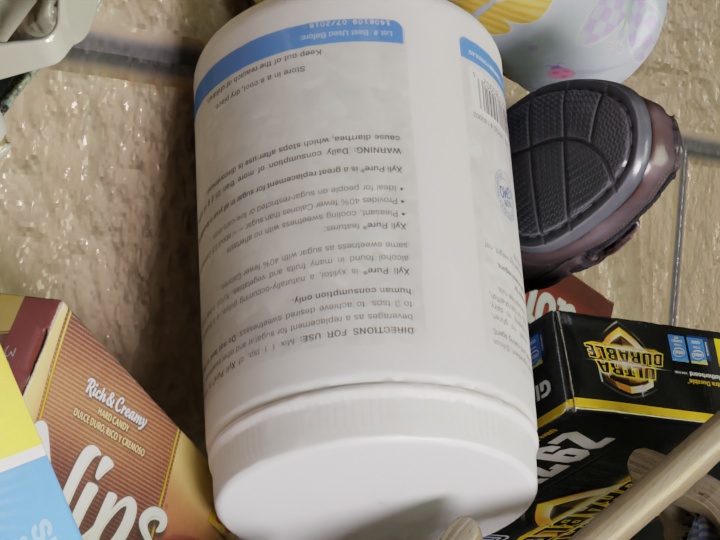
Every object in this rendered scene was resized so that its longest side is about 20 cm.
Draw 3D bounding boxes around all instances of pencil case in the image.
[{"bbox_3d":[0.059,-0.151,1.089,0.200,0.083,0.091,38,54,-52],"label":"pencil case"}]

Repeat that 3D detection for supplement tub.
[{"bbox_3d":[0.000,0.000,1.027,0.132,0.131,0.201,42,39,-55],"label":"supplement tub"}]

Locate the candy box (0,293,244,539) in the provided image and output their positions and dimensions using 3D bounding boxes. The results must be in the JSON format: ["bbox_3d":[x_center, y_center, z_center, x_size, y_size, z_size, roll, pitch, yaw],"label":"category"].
[{"bbox_3d":[-0.108,0.108,0.978,0.200,0.056,0.117,56,47,-50],"label":"candy box"}]

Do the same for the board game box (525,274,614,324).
[{"bbox_3d":[0.043,0.020,1.212,0.200,0.019,0.104,33,63,-38],"label":"board game box"}]

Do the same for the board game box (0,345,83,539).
[{"bbox_3d":[-0.172,0.074,0.806,0.153,0.040,0.201,-37,117,-36],"label":"board game box"}]

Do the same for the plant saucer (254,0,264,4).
[{"bbox_3d":[0.013,-0.182,1.136,0.200,0.048,0.201,-61,138,-37],"label":"plant saucer"}]

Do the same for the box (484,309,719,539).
[{"bbox_3d":[0.093,0.083,1.129,0.159,0.200,0.050,10,61,-32],"label":"box"}]

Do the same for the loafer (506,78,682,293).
[{"bbox_3d":[0.080,-0.029,1.096,0.063,0.200,0.072,10,69,-29],"label":"loafer"}]

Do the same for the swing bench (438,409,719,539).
[{"bbox_3d":[0.110,0.176,1.008,0.199,0.199,0.130,76,-13,-50],"label":"swing bench"}]

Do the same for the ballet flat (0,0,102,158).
[{"bbox_3d":[-0.139,-0.069,0.883,0.201,0.074,0.074,-63,144,-34],"label":"ballet flat"}]
